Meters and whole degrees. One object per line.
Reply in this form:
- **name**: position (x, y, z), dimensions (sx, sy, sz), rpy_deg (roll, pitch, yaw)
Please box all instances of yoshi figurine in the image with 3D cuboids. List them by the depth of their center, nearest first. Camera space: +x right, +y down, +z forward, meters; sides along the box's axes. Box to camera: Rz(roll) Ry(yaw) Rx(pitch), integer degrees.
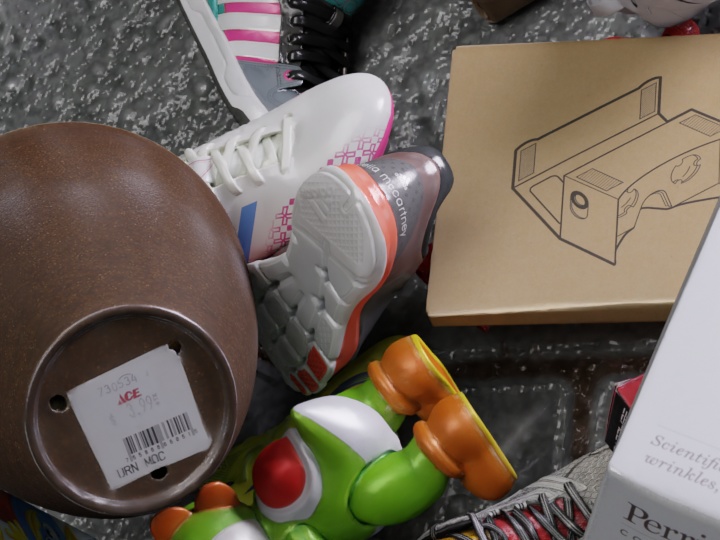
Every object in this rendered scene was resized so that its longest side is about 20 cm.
- **yoshi figurine**: position (-0.022, 0.131, 1.083), dimensions (0.200, 0.112, 0.112), rpy_deg (-35, 85, 0)

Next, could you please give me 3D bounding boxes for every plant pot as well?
- **plant pot**: position (-0.121, 0.039, 1.039), dimensions (0.187, 0.187, 0.200), rpy_deg (-50, 20, -1)

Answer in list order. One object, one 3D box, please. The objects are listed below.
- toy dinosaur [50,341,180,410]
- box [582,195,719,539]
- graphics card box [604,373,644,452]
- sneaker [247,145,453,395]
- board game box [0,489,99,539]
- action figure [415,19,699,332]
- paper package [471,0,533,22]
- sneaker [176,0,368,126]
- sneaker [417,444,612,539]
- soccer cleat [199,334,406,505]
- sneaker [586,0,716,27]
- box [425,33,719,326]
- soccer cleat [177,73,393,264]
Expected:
- **toy dinosaur**: position (-0.195, 0.098, 1.275), dimensions (0.181, 0.105, 0.200), rpy_deg (-5, 28, 38)
- **box**: position (0.213, 0.081, 0.948), dimensions (0.198, 0.131, 0.200), rpy_deg (21, 52, 11)
- **graphics card box**: position (0.217, 0.117, 1.037), dimensions (0.125, 0.051, 0.200), rpy_deg (-22, 56, -19)
- **sneaker**: position (0.000, 0.000, 1.138), dimensions (0.082, 0.200, 0.077), rpy_deg (-28, 79, -27)
- **board game box**: position (-0.178, 0.191, 1.133), dimensions (0.103, 0.200, 0.105), rpy_deg (-32, 59, 10)
- **action figure**: position (0.111, -0.059, 1.189), dimensions (0.065, 0.052, 0.200), rpy_deg (40, 85, 26)
- **paper package**: position (0.107, -0.271, 1.244), dimensions (0.199, 0.103, 0.191), rpy_deg (-30, 59, 13)
- **sneaker**: position (-0.023, -0.141, 1.269), dimensions (0.121, 0.084, 0.200), rpy_deg (-39, 57, 17)
- **sneaker**: position (0.075, 0.150, 1.100), dimensions (0.200, 0.082, 0.078), rpy_deg (-38, 59, 6)
- **soccer cleat**: position (-0.043, 0.108, 1.180), dimensions (0.084, 0.065, 0.200), rpy_deg (36, 89, 21)
- **sneaker**: position (0.199, -0.196, 1.159), dimensions (0.200, 0.115, 0.075), rpy_deg (-40, 96, -22)
- **box**: position (0.138, -0.047, 1.126), dimensions (0.199, 0.021, 0.164), rpy_deg (-1, 58, 15)
- **soccer cleat**: position (-0.071, -0.039, 1.176), dimensions (0.200, 0.086, 0.070), rpy_deg (-41, 45, 20)
